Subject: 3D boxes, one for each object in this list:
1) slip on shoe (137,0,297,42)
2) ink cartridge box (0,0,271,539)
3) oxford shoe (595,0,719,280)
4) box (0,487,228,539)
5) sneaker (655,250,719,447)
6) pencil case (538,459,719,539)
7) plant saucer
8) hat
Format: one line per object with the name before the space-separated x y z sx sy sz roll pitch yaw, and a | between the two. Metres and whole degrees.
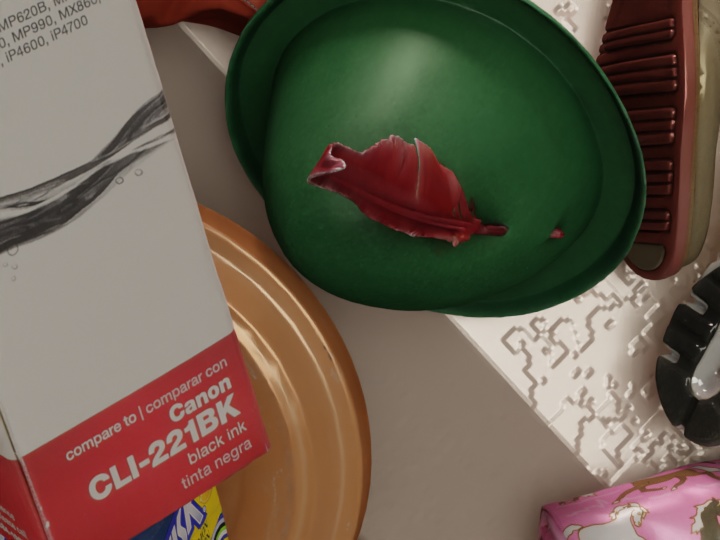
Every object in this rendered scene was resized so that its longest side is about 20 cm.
slip on shoe | -0.116 -0.113 0.784 0.199 0.074 0.062 13 77 -4
ink cartridge box | -0.120 -0.030 0.610 0.083 0.144 0.201 -30 122 -25
oxford shoe | 0.142 -0.096 0.838 0.074 0.070 0.202 0 96 -29
box | -0.149 0.092 0.696 0.199 0.070 0.065 -3 113 23
sneaker | 0.201 -0.014 0.831 0.090 0.078 0.201 18 108 -43
pencil case | 0.171 0.118 0.828 0.199 0.083 0.087 -13 107 -12
plant saucer | -0.095 0.067 0.756 0.199 0.032 0.202 4 109 11
hat | 0.000 0.000 0.714 0.200 0.165 0.177 55 37 -30
